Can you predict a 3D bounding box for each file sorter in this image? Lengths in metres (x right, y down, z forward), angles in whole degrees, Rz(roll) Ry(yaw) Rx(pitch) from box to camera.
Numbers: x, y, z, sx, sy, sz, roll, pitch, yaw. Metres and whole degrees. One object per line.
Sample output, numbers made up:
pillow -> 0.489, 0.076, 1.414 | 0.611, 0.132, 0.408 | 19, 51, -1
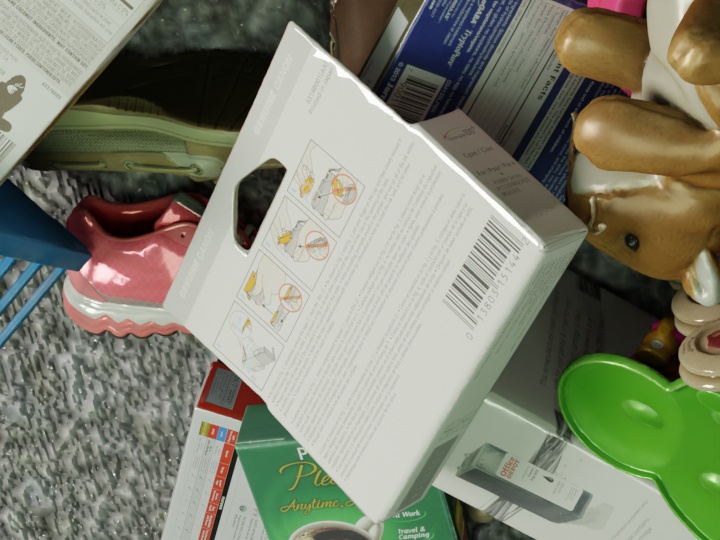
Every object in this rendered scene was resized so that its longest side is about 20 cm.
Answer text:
file sorter -> -0.258, -0.016, 0.920 | 0.139, 0.200, 0.123 | 42, 92, 7

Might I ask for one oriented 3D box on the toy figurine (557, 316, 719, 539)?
toy figurine -> 0.232, 0.044, 0.905 | 0.199, 0.184, 0.151 | 23, 140, 24

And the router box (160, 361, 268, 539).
router box -> -0.040, 0.174, 1.146 | 0.178, 0.049, 0.201 | 18, 126, -1

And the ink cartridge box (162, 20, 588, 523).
ink cartridge box -> 0.000, 0.000, 0.874 | 0.176, 0.045, 0.201 | 44, 128, 21

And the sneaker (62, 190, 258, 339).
sneaker -> -0.087, -0.003, 1.018 | 0.198, 0.074, 0.087 | 3, 124, 9

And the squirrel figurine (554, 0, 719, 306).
squirrel figurine -> 0.186, -0.073, 0.800 | 0.198, 0.142, 0.187 | -5, 134, -16

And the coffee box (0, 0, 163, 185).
coffee box -> -0.144, -0.147, 0.869 | 0.080, 0.114, 0.200 | 41, 102, -12

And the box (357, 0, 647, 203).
box -> 0.096, -0.090, 0.903 | 0.199, 0.032, 0.122 | 17, 117, -29

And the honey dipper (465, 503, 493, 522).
honey dipper -> 0.165, 0.157, 1.101 | 0.198, 0.038, 0.038 | 1, 125, 13

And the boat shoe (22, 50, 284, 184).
boat shoe -> -0.108, -0.080, 0.973 | 0.199, 0.073, 0.063 | 4, 132, 12

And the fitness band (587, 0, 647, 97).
fitness band -> 0.190, -0.162, 0.840 | 0.143, 0.038, 0.201 | 2, 126, -20

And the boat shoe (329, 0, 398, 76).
boat shoe -> 0.018, -0.116, 0.916 | 0.074, 0.075, 0.203 | 0, 124, 11

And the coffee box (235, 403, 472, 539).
coffee box -> 0.007, 0.166, 1.072 | 0.122, 0.044, 0.201 | -8, 123, 16

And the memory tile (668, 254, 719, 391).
memory tile -> 0.227, -0.009, 0.864 | 0.152, 0.200, 0.017 | -15, 114, 12

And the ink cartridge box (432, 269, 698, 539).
ink cartridge box -> 0.112, 0.076, 0.987 | 0.199, 0.146, 0.085 | 30, 127, -9
